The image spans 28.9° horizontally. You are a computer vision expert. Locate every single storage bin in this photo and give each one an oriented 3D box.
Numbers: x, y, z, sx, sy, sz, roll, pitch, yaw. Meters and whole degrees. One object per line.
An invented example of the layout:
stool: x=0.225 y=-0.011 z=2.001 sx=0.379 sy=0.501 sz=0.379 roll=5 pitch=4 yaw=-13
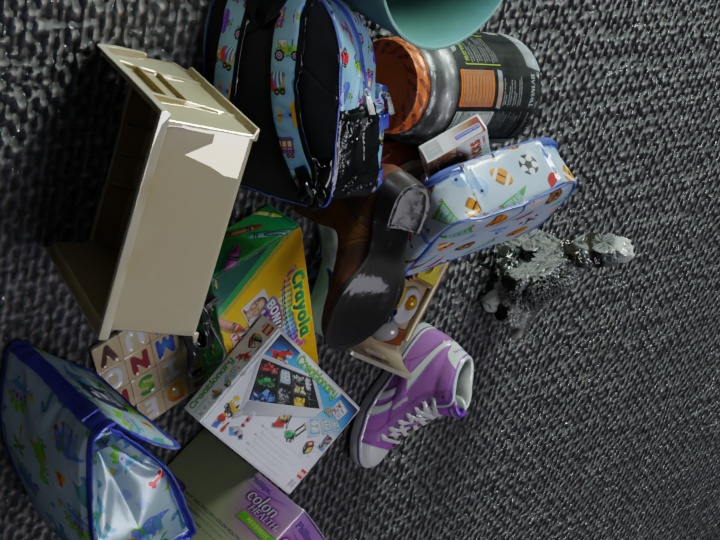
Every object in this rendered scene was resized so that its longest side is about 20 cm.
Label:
storage bin: x=-0.189 y=-0.071 z=1.213 sx=0.093 sy=0.199 sz=0.201 roll=7 pitch=111 yaw=-31

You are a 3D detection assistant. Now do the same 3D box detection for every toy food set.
toy food set: x=0.065 y=0.024 z=1.665 sx=0.143 sy=0.060 sz=0.201 roll=26 pitch=92 yaw=-53

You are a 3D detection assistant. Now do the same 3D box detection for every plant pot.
plant pot: x=0.035 y=-0.326 z=1.300 sx=0.200 sy=0.161 sz=0.202 roll=-27 pitch=132 yaw=-35

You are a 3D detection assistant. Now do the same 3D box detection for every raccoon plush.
raccoon plush: x=0.253 y=0.028 z=1.798 sx=0.134 sy=0.198 sz=0.097 roll=75 pitch=26 yaw=-45

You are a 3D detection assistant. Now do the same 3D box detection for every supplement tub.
supplement tub: x=0.091 y=-0.196 z=1.492 sx=0.199 sy=0.122 sz=0.123 roll=-5 pitch=120 yaw=-46

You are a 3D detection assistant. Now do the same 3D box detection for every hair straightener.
hair straightener: x=-0.175 y=0.033 z=1.383 sx=0.041 sy=0.077 sz=0.201 roll=-32 pitch=131 yaw=-31

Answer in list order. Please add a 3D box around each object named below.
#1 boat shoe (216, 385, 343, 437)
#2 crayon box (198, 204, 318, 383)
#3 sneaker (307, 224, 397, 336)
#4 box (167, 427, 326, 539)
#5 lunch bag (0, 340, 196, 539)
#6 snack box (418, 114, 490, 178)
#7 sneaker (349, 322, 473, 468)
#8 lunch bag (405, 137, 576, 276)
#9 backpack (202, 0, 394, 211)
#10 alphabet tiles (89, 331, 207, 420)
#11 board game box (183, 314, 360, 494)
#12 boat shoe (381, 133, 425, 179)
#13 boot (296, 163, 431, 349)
boat shoe: x=-0.089 y=0.177 z=1.583 sx=0.199 sy=0.072 sz=0.073 roll=-6 pitch=90 yaw=-53
crayon box: x=-0.114 y=0.045 z=1.475 sx=0.118 sy=0.058 sz=0.201 roll=-32 pitch=136 yaw=-29
sneaker: x=0.000 y=0.001 z=1.536 sx=0.080 sy=0.115 sz=0.201 roll=-2 pitch=117 yaw=-48
box: x=-0.168 y=0.307 z=1.516 sx=0.200 sy=0.176 sz=0.097 roll=-46 pitch=141 yaw=-15
lunch bag: x=-0.258 y=0.173 z=1.325 sx=0.127 sy=0.170 sz=0.201 roll=-37 pitch=137 yaw=-24
snack box: x=0.107 y=-0.109 z=1.515 sx=0.072 sy=0.024 sz=0.200 roll=-30 pitch=163 yaw=0
sneaker: x=0.068 y=0.176 z=1.740 sx=0.072 sy=0.114 sz=0.201 roll=17 pitch=104 yaw=-53
lunch bag: x=0.122 y=-0.065 z=1.496 sx=0.199 sy=0.076 sz=0.160 roll=-17 pitch=164 yaw=-30
backpack: x=-0.061 y=-0.173 z=1.304 sx=0.134 sy=0.182 sz=0.202 roll=-18 pitch=117 yaw=-50
alphabet tiles: x=-0.191 y=0.069 z=1.461 sx=0.199 sy=0.008 sz=0.168 roll=-33 pitch=137 yaw=-29
board game box: x=-0.090 y=0.148 z=1.496 sx=0.126 sy=0.035 sz=0.200 roll=-49 pitch=140 yaw=-8
boat shoe: x=0.065 y=-0.120 z=1.561 sx=0.071 sy=0.063 sz=0.200 roll=-50 pitch=160 yaw=22
boot: x=-0.026 y=-0.037 z=1.421 sx=0.068 sy=0.200 sz=0.190 roll=10 pitch=104 yaw=-33
